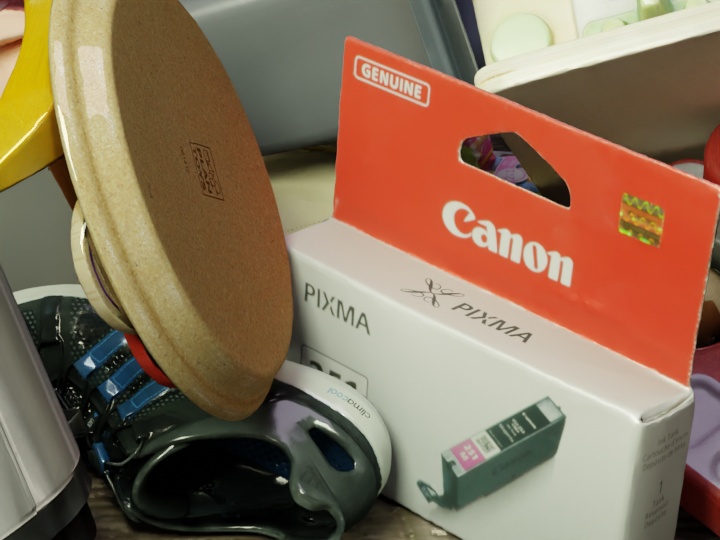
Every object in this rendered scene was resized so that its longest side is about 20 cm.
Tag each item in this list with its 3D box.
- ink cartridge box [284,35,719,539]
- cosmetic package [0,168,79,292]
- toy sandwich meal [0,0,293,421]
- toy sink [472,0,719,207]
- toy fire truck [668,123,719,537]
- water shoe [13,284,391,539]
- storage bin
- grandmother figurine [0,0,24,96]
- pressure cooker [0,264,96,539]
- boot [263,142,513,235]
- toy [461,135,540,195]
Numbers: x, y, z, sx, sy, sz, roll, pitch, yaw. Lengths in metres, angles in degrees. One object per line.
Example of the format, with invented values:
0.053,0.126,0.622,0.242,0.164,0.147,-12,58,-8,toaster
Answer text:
0.045,0.020,0.864,0.199,0.175,0.043,26,34,36,ink cartridge box
-0.189,-0.015,0.971,0.081,0.114,0.200,17,32,25,cosmetic package
-0.090,-0.031,0.835,0.070,0.206,0.206,-18,24,15,toy sandwich meal
0.122,-0.115,0.978,0.129,0.113,0.200,-15,-17,13,toy sink
0.173,0.033,0.926,0.168,0.113,0.200,-35,54,-25,toy fire truck
-0.087,0.060,0.881,0.198,0.072,0.079,13,30,17,water shoe
-0.007,-0.129,1.032,0.133,0.146,0.201,-14,29,13,storage bin
-0.145,-0.102,0.965,0.121,0.061,0.200,26,36,16,grandmother figurine
-0.187,0.069,0.733,0.175,0.201,0.179,-23,12,-4,pressure cooker
0.000,0.000,1.010,0.155,0.073,0.200,-28,51,-36,boot
0.055,-0.056,1.147,0.198,0.048,0.115,5,26,1,toy
